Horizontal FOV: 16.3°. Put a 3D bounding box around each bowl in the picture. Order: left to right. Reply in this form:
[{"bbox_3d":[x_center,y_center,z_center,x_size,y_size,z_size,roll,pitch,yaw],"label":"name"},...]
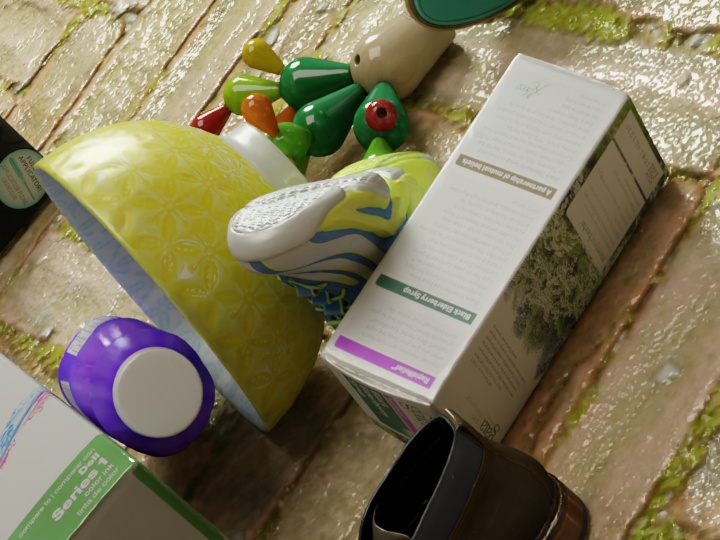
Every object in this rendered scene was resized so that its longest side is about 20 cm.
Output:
[{"bbox_3d":[-0.080,-0.018,1.416,0.108,0.201,0.200,-42,33,-9],"label":"bowl"}]

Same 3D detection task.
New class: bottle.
[{"bbox_3d":[-0.123,0.065,1.408,0.066,0.083,0.200,-55,8,-7],"label":"bottle"}]

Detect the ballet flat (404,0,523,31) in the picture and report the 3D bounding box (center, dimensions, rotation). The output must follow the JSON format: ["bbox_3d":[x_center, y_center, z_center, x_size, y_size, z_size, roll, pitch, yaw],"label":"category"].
[{"bbox_3d":[0.107,-0.217,1.538,0.199,0.069,0.063,-36,25,-1],"label":"ballet flat"}]

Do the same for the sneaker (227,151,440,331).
[{"bbox_3d":[0.000,0.000,1.339,0.075,0.106,0.200,-8,8,29],"label":"sneaker"}]

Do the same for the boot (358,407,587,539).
[{"bbox_3d":[0.013,0.159,1.210,0.200,0.097,0.075,-50,34,-7],"label":"boot"}]

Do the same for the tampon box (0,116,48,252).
[{"bbox_3d":[-0.339,-0.050,1.761,0.200,0.150,0.126,-51,34,-8],"label":"tampon box"}]

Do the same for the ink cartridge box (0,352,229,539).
[{"bbox_3d":[-0.143,0.139,1.357,0.084,0.145,0.200,-50,34,-8],"label":"ink cartridge box"}]

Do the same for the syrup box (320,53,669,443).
[{"bbox_3d":[0.072,-0.004,1.318,0.081,0.079,0.201,24,72,36],"label":"syrup box"}]

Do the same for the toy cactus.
[{"bbox_3d":[-0.016,-0.109,1.540,0.165,0.102,0.200,-43,24,-13],"label":"toy cactus"}]
